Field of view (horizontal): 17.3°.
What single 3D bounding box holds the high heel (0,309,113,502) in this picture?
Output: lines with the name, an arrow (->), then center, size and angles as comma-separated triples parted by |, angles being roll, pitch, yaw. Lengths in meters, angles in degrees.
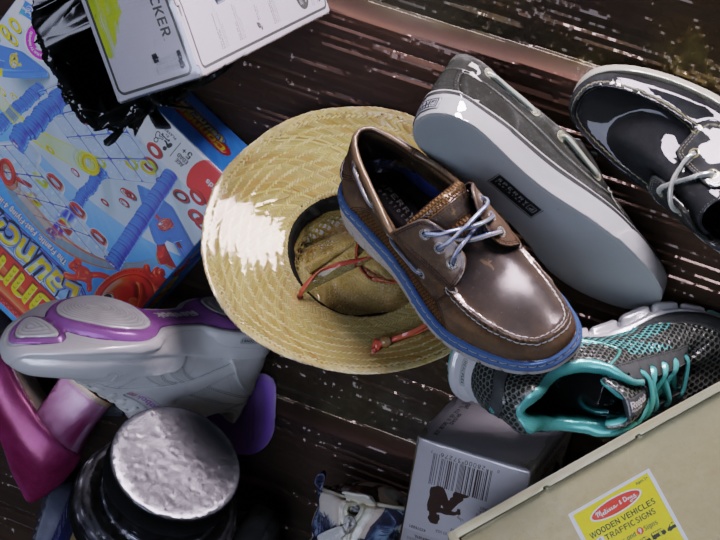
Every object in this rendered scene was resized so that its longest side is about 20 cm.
high heel -> -0.271, 0.068, 1.647 | 0.200, 0.067, 0.096 | 38, 100, 3

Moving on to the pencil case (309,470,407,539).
pencil case -> -0.017, 0.237, 1.560 | 0.078, 0.089, 0.200 | 15, 88, 31

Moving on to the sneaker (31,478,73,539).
sneaker -> -0.202, 0.241, 1.696 | 0.082, 0.070, 0.200 | 8, 112, -1

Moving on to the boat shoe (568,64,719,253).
boat shoe -> 0.210, -0.057, 1.425 | 0.200, 0.068, 0.072 | 36, 118, 9

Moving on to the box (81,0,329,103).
box -> -0.098, -0.183, 1.432 | 0.060, 0.200, 0.117 | -15, 102, 25

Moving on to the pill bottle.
pill bottle -> -0.145, 0.178, 1.558 | 0.112, 0.112, 0.200 | 35, 140, 8

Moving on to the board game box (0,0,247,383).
board game box -> -0.195, -0.062, 1.591 | 0.200, 0.056, 0.196 | 43, 117, 4

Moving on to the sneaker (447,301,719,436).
sneaker -> 0.157, 0.071, 1.432 | 0.200, 0.091, 0.078 | -5, 114, -18

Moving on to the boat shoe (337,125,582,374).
boat shoe -> 0.052, -0.014, 1.407 | 0.200, 0.072, 0.072 | 39, 155, 32

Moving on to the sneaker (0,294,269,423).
sneaker -> -0.144, 0.069, 1.538 | 0.075, 0.200, 0.100 | 38, 118, 47

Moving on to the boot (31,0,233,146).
boot -> -0.160, -0.180, 1.478 | 0.073, 0.162, 0.198 | -27, 96, 25

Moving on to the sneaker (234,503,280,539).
sneaker -> -0.047, 0.256, 1.633 | 0.115, 0.075, 0.200 | 18, 123, 10

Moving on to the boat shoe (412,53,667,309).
boat shoe -> 0.121, -0.055, 1.456 | 0.200, 0.064, 0.071 | 42, 146, -20

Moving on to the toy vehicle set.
toy vehicle set -> 0.165, 0.163, 1.388 | 0.200, 0.027, 0.124 | -30, 74, 13

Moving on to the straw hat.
straw hat -> 0.000, 0.000, 1.512 | 0.201, 0.201, 0.085 | 19, 156, 15

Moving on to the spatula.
spatula -> -0.153, 0.095, 1.643 | 0.200, 0.021, 0.057 | 2, 93, 24

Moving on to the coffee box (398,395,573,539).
coffee box -> 0.074, 0.187, 1.532 | 0.080, 0.113, 0.200 | 16, 113, 16
